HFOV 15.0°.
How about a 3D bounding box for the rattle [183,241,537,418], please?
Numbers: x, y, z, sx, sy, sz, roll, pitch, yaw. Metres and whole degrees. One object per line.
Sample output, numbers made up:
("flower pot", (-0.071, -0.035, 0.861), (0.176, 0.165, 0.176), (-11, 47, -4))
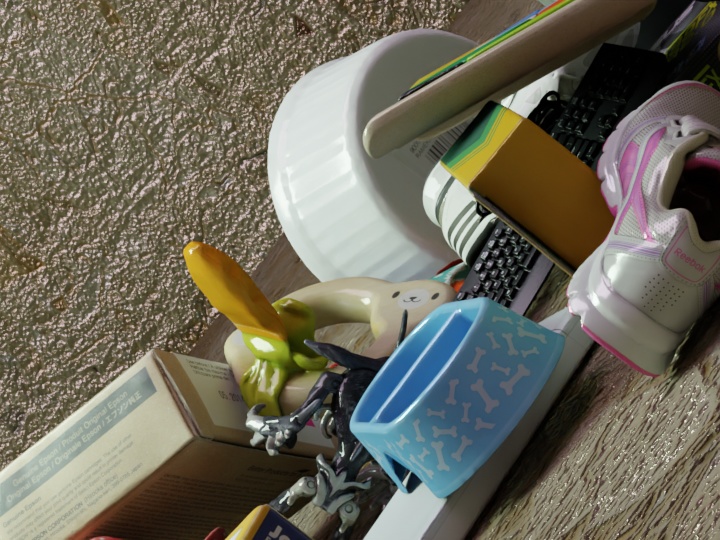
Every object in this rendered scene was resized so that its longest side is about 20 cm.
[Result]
("rattle", (0.000, 0.000, 1.731), (0.200, 0.143, 0.130), (-23, 16, -4))

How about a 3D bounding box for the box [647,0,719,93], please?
("box", (0.227, -0.143, 1.675), (0.200, 0.044, 0.160), (-48, 8, 31))

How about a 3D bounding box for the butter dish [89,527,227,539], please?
("butter dish", (-0.175, 0.249, 1.711), (0.200, 0.148, 0.200), (-55, -18, -27))

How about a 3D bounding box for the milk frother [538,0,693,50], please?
("milk frother", (0.135, -0.172, 1.838), (0.200, 0.188, 0.180), (-54, 6, -16))

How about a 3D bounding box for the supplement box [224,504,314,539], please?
("supplement box", (-0.072, 0.238, 1.387), (0.109, 0.109, 0.200), (-45, 10, 47))

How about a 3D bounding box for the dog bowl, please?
("dog bowl", (0.048, 0.066, 1.522), (0.112, 0.050, 0.200), (-52, 7, -9))

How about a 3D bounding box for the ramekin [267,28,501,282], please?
("ramekin", (0.043, -0.074, 1.946), (0.098, 0.200, 0.201), (-30, 22, 53))

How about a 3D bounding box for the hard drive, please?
("hard drive", (0.054, 0.115, 1.551), (0.200, 0.027, 0.132), (-55, 7, -22))

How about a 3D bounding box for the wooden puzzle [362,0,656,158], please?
("wooden puzzle", (0.090, -0.128, 1.625), (0.185, 0.037, 0.200), (-30, 0, 9))

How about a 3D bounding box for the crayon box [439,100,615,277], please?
("crayon box", (0.114, -0.030, 1.489), (0.052, 0.126, 0.200), (-51, 7, 4))

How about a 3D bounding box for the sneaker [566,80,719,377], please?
("sneaker", (0.170, -0.036, 1.376), (0.088, 0.081, 0.200), (-45, 17, 37))

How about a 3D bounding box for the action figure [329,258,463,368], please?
("action figure", (0.012, 0.077, 1.877), (0.099, 0.065, 0.200), (-46, 1, -40))

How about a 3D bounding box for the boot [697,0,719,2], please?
("boot", (0.245, -0.239, 1.583), (0.211, 0.080, 0.158), (-25, 20, 4))

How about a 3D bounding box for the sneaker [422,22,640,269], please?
("sneaker", (0.126, -0.079, 1.743), (0.201, 0.076, 0.115), (-54, 32, 18))

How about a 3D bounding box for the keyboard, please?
("keyboard", (0.104, -0.054, 1.649), (0.200, 0.040, 0.104), (-59, 25, -8))

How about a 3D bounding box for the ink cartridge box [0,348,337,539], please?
("ink cartridge box", (-0.123, 0.135, 1.796), (0.165, 0.075, 0.200), (-39, -26, 19))

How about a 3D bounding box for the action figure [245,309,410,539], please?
("action figure", (-0.017, 0.118, 1.656), (0.200, 0.119, 0.102), (-58, 12, -8))
